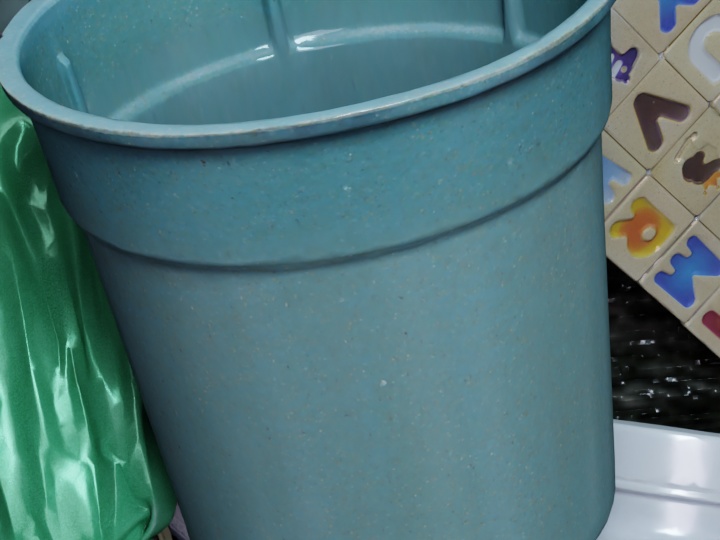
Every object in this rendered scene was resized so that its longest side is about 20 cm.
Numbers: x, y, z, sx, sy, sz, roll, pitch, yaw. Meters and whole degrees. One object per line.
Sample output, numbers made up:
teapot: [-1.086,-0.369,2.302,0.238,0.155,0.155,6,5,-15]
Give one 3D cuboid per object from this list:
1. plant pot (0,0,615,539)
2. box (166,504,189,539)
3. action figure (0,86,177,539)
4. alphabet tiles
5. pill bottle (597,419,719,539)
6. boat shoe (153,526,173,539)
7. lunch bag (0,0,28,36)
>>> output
plant pot: [0.000,0.000,0.800,0.200,0.200,0.197,-14,116,-6]
box: [-0.054,0.012,0.925,0.200,0.051,0.158,40,86,-5]
action figure: [-0.111,0.032,0.861,0.118,0.055,0.201,-16,82,-1]
alphabet tiles: [0.158,-0.057,0.907,0.166,0.006,0.200,-48,129,5]
pill bottle: [0.106,0.159,0.910,0.112,0.112,0.201,8,88,-6]
boat shoe: [-0.168,0.122,0.890,0.199,0.065,0.073,-10,109,6]
lunch bag: [-0.208,-0.145,0.825,0.160,0.077,0.201,-18,83,-7]
